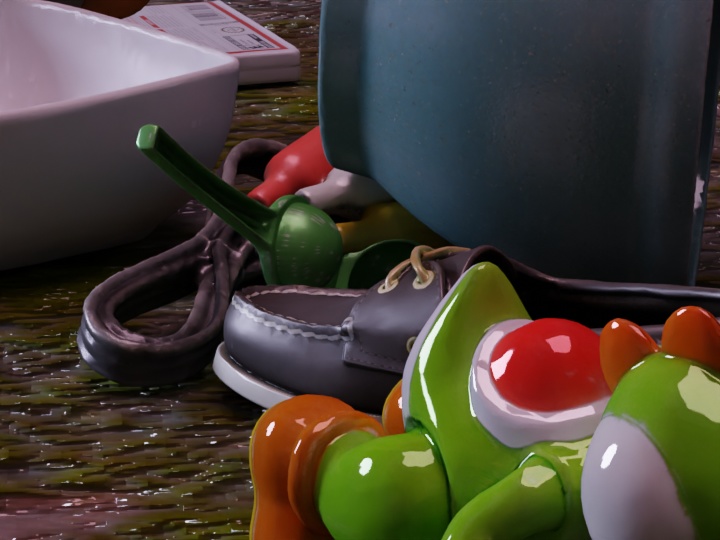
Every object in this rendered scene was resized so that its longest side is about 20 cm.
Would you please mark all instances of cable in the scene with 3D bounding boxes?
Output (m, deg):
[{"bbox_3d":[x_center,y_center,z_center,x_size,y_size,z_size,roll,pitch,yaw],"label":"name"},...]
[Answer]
[{"bbox_3d":[-0.039,-0.017,0.987,0.097,0.050,0.200,35,29,24],"label":"cable"}]

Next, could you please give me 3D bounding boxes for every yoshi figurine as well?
[{"bbox_3d":[0.064,0.072,0.678,0.112,0.112,0.200,36,-21,-30],"label":"yoshi figurine"}]

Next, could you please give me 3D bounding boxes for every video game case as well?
[{"bbox_3d":[-0.145,-0.109,1.389,0.200,0.017,0.143,-6,17,-18],"label":"video game case"}]

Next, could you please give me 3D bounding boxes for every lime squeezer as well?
[{"bbox_3d":[0.000,0.000,0.924,0.200,0.038,0.071,22,-4,-25],"label":"lime squeezer"}]

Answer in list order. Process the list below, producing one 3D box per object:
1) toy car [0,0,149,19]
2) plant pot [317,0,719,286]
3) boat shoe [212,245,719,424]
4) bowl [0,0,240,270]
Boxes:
[{"bbox_3d":[-0.193,-0.133,1.244,0.200,0.177,0.184,14,16,-2],"label":"toy car"},{"bbox_3d":[0.059,-0.088,0.969,0.134,0.200,0.200,6,17,8],"label":"plant pot"},{"bbox_3d":[0.041,0.022,0.858,0.201,0.061,0.072,10,19,32],"label":"boat shoe"},{"bbox_3d":[-0.168,-0.050,1.086,0.200,0.075,0.200,-12,20,-37],"label":"bowl"}]
